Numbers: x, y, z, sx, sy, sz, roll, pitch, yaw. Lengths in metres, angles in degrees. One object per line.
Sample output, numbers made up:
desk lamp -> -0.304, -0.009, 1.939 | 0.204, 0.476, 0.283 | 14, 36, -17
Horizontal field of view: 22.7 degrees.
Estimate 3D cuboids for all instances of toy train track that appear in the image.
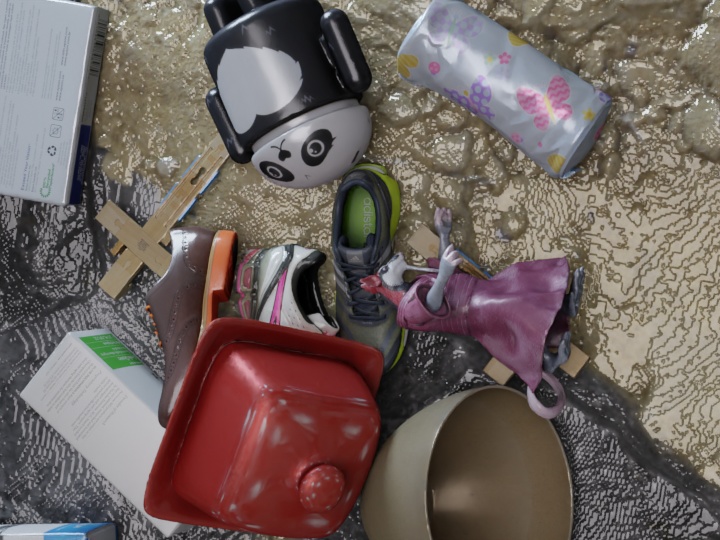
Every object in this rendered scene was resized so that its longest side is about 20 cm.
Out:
toy train track -> -0.178, -0.055, 1.734 | 0.115, 0.033, 0.200 | 41, 95, 17
toy train track -> 0.128, 0.029, 1.653 | 0.200, 0.033, 0.115 | 39, 92, 16

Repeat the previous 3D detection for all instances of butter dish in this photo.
butter dish -> -0.061, 0.163, 1.574 | 0.148, 0.199, 0.201 | 36, 109, 55

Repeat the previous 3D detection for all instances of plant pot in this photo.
plant pot -> 0.077, 0.208, 1.609 | 0.134, 0.200, 0.202 | -10, 89, 43

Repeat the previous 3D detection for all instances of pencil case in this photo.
pencil case -> 0.129, -0.167, 1.625 | 0.199, 0.083, 0.091 | 34, 97, 11

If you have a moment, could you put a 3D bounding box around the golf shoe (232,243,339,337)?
golf shoe -> -0.064, 0.076, 1.676 | 0.092, 0.072, 0.201 | -6, 91, 31

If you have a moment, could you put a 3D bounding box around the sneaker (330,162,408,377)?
sneaker -> 0.000, 0.000, 1.662 | 0.073, 0.081, 0.201 | -6, 90, 14

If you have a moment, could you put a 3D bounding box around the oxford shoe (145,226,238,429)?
oxford shoe -> -0.167, 0.055, 1.664 | 0.072, 0.071, 0.201 | 10, 69, 4

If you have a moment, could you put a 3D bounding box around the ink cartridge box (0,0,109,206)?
ink cartridge box -> -0.357, -0.176, 1.768 | 0.199, 0.041, 0.201 | 11, 94, 14

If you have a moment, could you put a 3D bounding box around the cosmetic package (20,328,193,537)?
cosmetic package -> -0.213, 0.153, 1.707 | 0.200, 0.108, 0.085 | 41, 98, 8

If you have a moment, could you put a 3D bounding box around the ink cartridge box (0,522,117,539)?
ink cartridge box -> -0.341, 0.324, 1.754 | 0.199, 0.086, 0.148 | -2, 90, 15

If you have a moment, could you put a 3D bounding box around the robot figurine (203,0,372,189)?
robot figurine -> -0.070, -0.173, 1.652 | 0.124, 0.150, 0.201 | -23, 85, -15

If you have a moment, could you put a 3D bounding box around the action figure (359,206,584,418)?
action figure -> 0.096, 0.033, 1.598 | 0.199, 0.134, 0.150 | 6, 110, 15
